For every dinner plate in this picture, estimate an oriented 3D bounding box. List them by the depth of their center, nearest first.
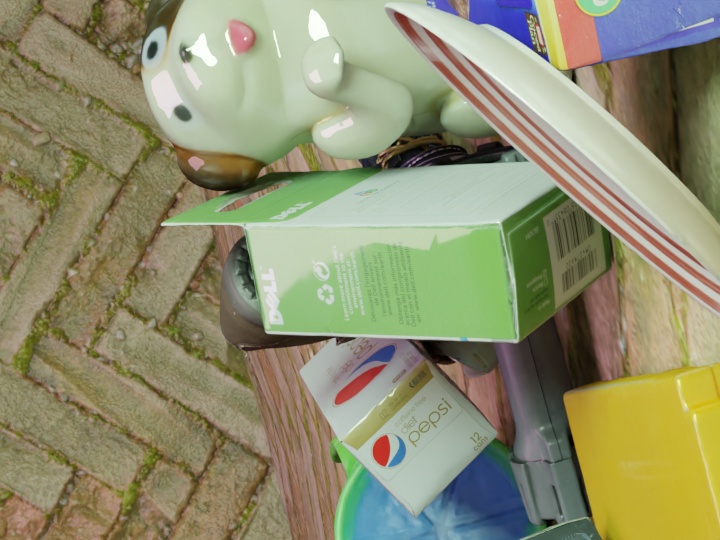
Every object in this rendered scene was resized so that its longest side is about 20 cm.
[{"bbox_3d":[0.090,-0.045,0.792,0.200,0.024,0.200,43,-178,-2],"label":"dinner plate"}]

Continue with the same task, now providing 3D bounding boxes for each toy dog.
[{"bbox_3d":[-0.016,-0.120,1.032,0.194,0.198,0.141,175,82,-81],"label":"toy dog"}]

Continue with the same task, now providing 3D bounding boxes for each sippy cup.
[{"bbox_3d":[0.056,0.179,1.306,0.130,0.138,0.180,67,-165,-72],"label":"sippy cup"}]

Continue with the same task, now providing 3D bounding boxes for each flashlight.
[{"bbox_3d":[0.087,0.033,1.079,0.068,0.067,0.202,-3,108,46],"label":"flashlight"}]

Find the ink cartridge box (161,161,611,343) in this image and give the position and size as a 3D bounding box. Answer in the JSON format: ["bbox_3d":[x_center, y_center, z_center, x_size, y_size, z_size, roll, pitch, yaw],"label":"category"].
[{"bbox_3d":[0.012,-0.011,0.989,0.104,0.199,0.060,-31,-64,-52],"label":"ink cartridge box"}]

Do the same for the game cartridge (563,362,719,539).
[{"bbox_3d":[0.153,0.135,0.932,0.200,0.032,0.178,152,104,-78],"label":"game cartridge"}]

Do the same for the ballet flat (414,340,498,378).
[{"bbox_3d":[0.062,0.032,1.260,0.076,0.068,0.200,53,174,4],"label":"ballet flat"}]

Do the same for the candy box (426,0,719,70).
[{"bbox_3d":[0.068,-0.180,0.814,0.200,0.076,0.171,-137,32,-72],"label":"candy box"}]

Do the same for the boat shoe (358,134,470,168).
[{"bbox_3d":[0.031,-0.061,1.243,0.200,0.070,0.092,113,144,-75],"label":"boat shoe"}]

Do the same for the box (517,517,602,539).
[{"bbox_3d":[0.134,0.246,0.980,0.161,0.043,0.201,82,167,-44],"label":"box"}]

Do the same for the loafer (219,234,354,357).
[{"bbox_3d":[0.000,0.000,1.113,0.071,0.199,0.074,-47,59,49],"label":"loafer"}]

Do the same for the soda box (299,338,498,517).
[{"bbox_3d":[0.018,0.076,1.172,0.064,0.068,0.200,46,180,-12],"label":"soda box"}]
